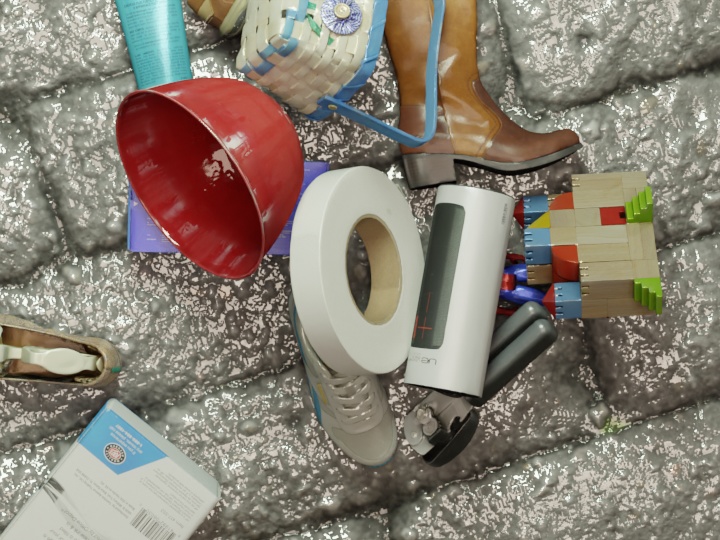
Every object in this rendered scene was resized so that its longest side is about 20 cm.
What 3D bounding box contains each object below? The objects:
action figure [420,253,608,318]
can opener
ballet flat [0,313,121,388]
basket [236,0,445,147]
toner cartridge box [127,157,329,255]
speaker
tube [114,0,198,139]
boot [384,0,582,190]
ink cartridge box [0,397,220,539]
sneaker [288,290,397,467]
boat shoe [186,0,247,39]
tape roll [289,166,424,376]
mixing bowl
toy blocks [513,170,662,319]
[{"bbox_3d":[0.155,0.014,1.785,0.198,0.052,0.066,6,89,0],"label":"action figure"},{"bbox_3d":[0.121,0.113,1.776,0.066,0.053,0.200,25,115,-43],"label":"can opener"},{"bbox_3d":[-0.335,0.080,1.742,0.198,0.067,0.069,5,94,-4],"label":"ballet flat"},{"bbox_3d":[-0.009,-0.221,1.667,0.199,0.139,0.178,18,63,-31],"label":"basket"},{"bbox_3d":[-0.132,-0.065,1.759,0.198,0.043,0.096,2,93,-5],"label":"toner cartridge box"},{"bbox_3d":[0.097,0.022,1.725,0.080,0.081,0.202,11,85,-5],"label":"speaker"},{"bbox_3d":[-0.201,-0.228,1.742,0.077,0.050,0.202,-11,91,-8],"label":"tube"},{"bbox_3d":[0.120,-0.192,1.772,0.186,0.068,0.202,-8,88,4],"label":"boot"},{"bbox_3d":[-0.256,0.252,1.753,0.146,0.086,0.200,40,92,-6],"label":"ink cartridge box"},{"bbox_3d":[-0.019,0.107,1.763,0.076,0.081,0.201,-25,97,-4],"label":"sneaker"},{"bbox_3d":[-0.104,-0.328,1.726,0.073,0.076,0.201,29,91,-3],"label":"boat shoe"},{"bbox_3d":[0.000,0.000,1.700,0.037,0.202,0.205,-7,96,31],"label":"tape roll"},{"bbox_3d":[-0.126,-0.104,1.658,0.108,0.200,0.201,-37,97,-32],"label":"mixing bowl"},{"bbox_3d":[0.218,-0.025,1.729,0.135,0.201,0.100,-3,135,5],"label":"toy blocks"}]
